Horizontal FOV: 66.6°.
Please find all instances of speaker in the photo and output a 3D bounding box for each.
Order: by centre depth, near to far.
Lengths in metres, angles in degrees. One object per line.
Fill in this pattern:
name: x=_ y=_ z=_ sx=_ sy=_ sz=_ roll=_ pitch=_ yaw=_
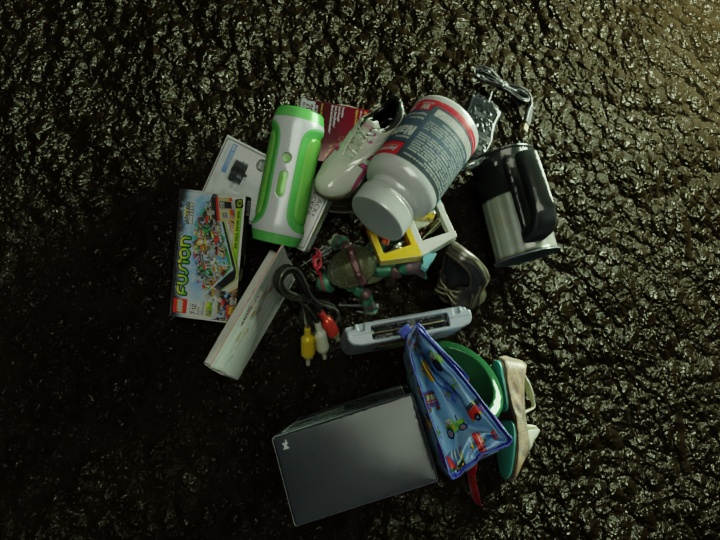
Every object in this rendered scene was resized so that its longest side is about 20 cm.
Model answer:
speaker: x=-0.111 y=-0.142 z=0.840 sx=0.087 sy=0.088 sz=0.204 roll=12 pitch=93 yaw=-5

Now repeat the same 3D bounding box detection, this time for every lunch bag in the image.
lunch bag: x=0.104 y=0.167 z=0.751 sx=0.093 sy=0.151 sz=0.202 roll=-29 pitch=73 yaw=-5

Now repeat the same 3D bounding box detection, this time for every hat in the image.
hat: x=0.136 y=0.251 z=0.922 sx=0.163 sy=0.178 sz=0.202 roll=7 pitch=37 yaw=-11

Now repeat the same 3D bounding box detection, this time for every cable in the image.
cable: x=-0.073 y=0.061 z=0.863 sx=0.097 sy=0.202 sz=0.050 roll=-38 pitch=51 yaw=-24

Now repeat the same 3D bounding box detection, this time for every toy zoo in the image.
toy zoo: x=0.066 y=-0.091 z=0.866 sx=0.129 sy=0.021 sz=0.203 roll=-17 pitch=69 yaw=-9

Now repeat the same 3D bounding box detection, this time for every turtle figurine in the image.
turtle figurine: x=0.000 y=0.000 z=0.890 sx=0.197 sy=0.101 sz=0.152 roll=-20 pitch=86 yaw=7

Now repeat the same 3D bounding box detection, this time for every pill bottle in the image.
pill bottle: x=0.078 y=-0.149 z=0.814 sx=0.119 sy=0.120 sz=0.201 roll=36 pitch=70 yaw=0

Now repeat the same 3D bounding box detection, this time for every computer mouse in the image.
computer mouse: x=0.249 y=-0.276 z=1.036 sx=0.138 sy=0.046 sz=0.203 roll=22 pitch=71 yaw=-8

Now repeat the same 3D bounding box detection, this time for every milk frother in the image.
milk frother: x=0.223 y=-0.106 z=0.942 sx=0.197 sy=0.180 sz=0.191 roll=-15 pitch=79 yaw=11

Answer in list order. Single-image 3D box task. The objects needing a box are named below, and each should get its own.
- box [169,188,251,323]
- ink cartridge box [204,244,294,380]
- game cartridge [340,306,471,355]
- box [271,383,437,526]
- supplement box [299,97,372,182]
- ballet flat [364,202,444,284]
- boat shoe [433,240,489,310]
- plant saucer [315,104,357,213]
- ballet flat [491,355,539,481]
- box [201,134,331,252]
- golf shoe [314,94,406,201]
box: x=-0.240 y=-0.023 z=0.880 sx=0.108 sy=0.035 sz=0.204 roll=6 pitch=95 yaw=2
ink cartridge box: x=-0.171 y=0.062 z=0.836 sx=0.043 sy=0.174 sz=0.202 roll=26 pitch=76 yaw=9
game cartridge: x=0.068 y=0.099 z=0.884 sx=0.196 sy=0.133 sz=0.042 roll=-9 pitch=80 yaw=-9
box: x=-0.005 y=0.256 z=0.794 sx=0.197 sy=0.198 sz=0.125 roll=-18 pitch=81 yaw=0
supplement box: x=-0.014 y=-0.217 z=0.943 sx=0.196 sy=0.061 sz=0.111 roll=8 pitch=78 yaw=-8
ballet flat: x=0.069 y=-0.057 z=0.953 sx=0.200 sy=0.062 sz=0.068 roll=-43 pitch=87 yaw=-13
boat shoe: x=0.161 y=0.026 z=0.885 sx=0.074 sy=0.201 sz=0.073 roll=38 pitch=79 yaw=30
plant saucer: x=-0.037 y=-0.196 z=0.982 sx=0.196 sy=0.032 sz=0.204 roll=2 pitch=78 yaw=-8
ballet flat: x=0.265 y=0.246 z=0.920 sx=0.066 sy=0.068 sz=0.204 roll=2 pitch=80 yaw=-15
box: x=-0.151 y=-0.127 z=0.916 sx=0.198 sy=0.060 sz=0.118 roll=28 pitch=94 yaw=1
golf shoe: x=-0.003 y=-0.193 z=0.848 sx=0.072 sy=0.093 sz=0.200 roll=34 pitch=67 yaw=19
